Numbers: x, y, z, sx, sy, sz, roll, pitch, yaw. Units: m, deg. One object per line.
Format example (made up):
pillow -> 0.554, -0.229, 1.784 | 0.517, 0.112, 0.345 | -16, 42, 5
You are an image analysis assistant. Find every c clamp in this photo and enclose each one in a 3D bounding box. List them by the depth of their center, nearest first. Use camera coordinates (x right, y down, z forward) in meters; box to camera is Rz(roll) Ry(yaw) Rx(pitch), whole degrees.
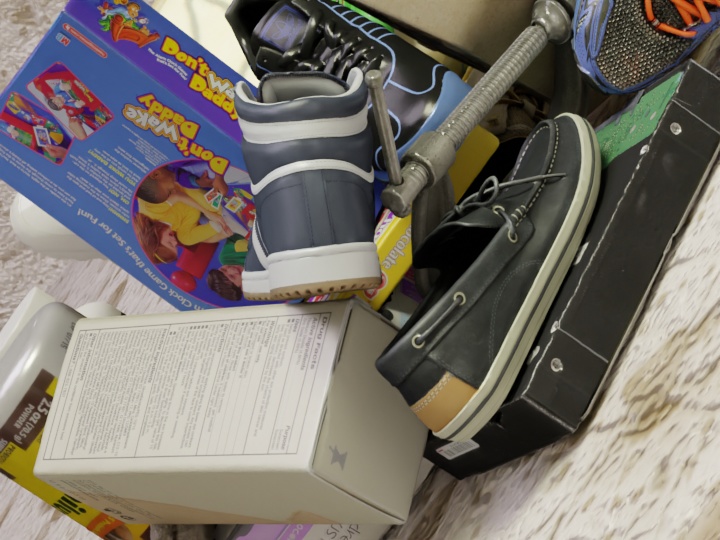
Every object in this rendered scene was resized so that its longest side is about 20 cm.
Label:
c clamp -> 0.068, -0.072, 1.299 | 0.200, 0.027, 0.172 | -45, -37, -41

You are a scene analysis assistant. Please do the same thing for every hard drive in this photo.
hard drive -> 0.106, 0.002, 1.273 | 0.201, 0.038, 0.140 | -62, 12, -24

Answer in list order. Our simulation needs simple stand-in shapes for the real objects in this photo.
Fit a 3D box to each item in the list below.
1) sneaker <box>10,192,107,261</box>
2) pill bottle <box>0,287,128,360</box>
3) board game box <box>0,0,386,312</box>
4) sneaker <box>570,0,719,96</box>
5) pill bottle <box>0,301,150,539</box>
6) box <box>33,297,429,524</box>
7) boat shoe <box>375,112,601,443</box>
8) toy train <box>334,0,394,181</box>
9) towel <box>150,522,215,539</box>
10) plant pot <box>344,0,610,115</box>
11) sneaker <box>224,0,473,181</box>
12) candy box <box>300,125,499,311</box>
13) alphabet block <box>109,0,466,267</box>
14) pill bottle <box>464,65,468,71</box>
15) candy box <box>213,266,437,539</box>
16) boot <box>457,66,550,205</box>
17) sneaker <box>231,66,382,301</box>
sneaker -> -0.118, -0.062, 1.521 | 0.199, 0.077, 0.081 | -17, -15, 9
pill bottle -> -0.154, 0.098, 1.723 | 0.113, 0.200, 0.113 | -54, 10, 15
board game box -> -0.103, -0.055, 1.414 | 0.134, 0.200, 0.045 | -44, 13, 43
sneaker -> 0.182, -0.165, 1.285 | 0.200, 0.075, 0.078 | -48, 21, 8
pill bottle -> -0.138, 0.115, 1.598 | 0.109, 0.200, 0.109 | -54, 11, 15
box -> -0.064, 0.074, 1.309 | 0.199, 0.078, 0.095 | -3, 63, 42
boat shoe -> 0.062, -0.009, 1.238 | 0.075, 0.062, 0.200 | -46, 13, 53
toy train -> 0.000, -0.122, 1.496 | 0.056, 0.042, 0.201 | -41, 33, 35
towel -> -0.094, 0.164, 1.441 | 0.200, 0.034, 0.133 | -93, -5, -58
plant pot -> 0.082, -0.200, 1.410 | 0.199, 0.200, 0.178 | 29, 95, 39
sneaker -> -0.011, -0.104, 1.379 | 0.070, 0.078, 0.200 | -57, 30, -2
candy box -> 0.000, 0.000, 1.410 | 0.200, 0.026, 0.102 | -54, 14, 0
alphabet block -> -0.055, -0.072, 1.658 | 0.200, 0.195, 0.196 | -57, -18, -10
pill bottle -> 0.059, -0.197, 1.629 | 0.113, 0.200, 0.113 | -54, 11, 15
candy box -> -0.006, 0.080, 1.454 | 0.168, 0.071, 0.200 | -53, 11, 16
boot -> 0.097, -0.099, 1.516 | 0.200, 0.073, 0.155 | -57, 10, 10
sneaker -> -0.028, -0.041, 1.281 | 0.200, 0.070, 0.109 | 174, 88, -84
